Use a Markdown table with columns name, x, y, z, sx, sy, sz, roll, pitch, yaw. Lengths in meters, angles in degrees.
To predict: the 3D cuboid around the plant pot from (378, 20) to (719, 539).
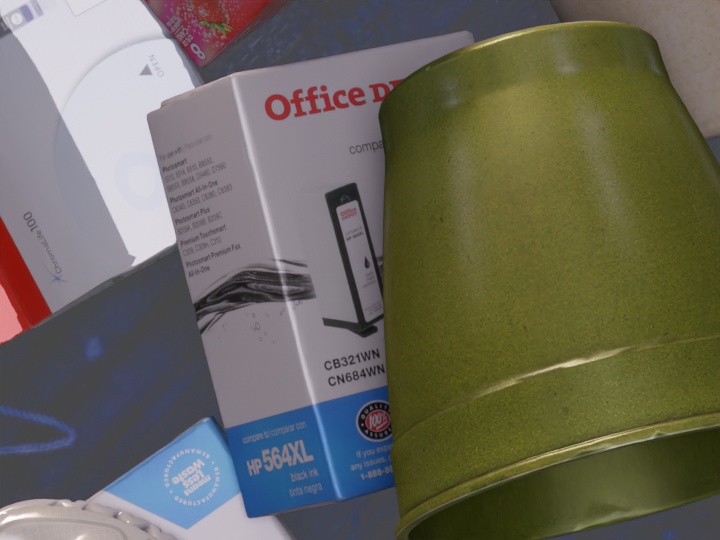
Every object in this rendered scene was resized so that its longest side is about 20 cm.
| name | x | y | z | sx | sy | sz | roll | pitch | yaw |
| --- | --- | --- | --- | --- | --- | --- | --- | --- | --- |
| plant pot | 0.090 | 0.003 | 1.222 | 0.199 | 0.200 | 0.194 | -13 | 75 | -3 |

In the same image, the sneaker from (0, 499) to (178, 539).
| name | x | y | z | sx | sy | sz | roll | pitch | yaw |
| --- | --- | --- | --- | --- | --- | --- | --- | --- | --- |
| sneaker | -0.087 | 0.163 | 1.265 | 0.199 | 0.081 | 0.076 | 26 | 89 | 2 |

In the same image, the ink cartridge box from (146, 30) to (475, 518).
| name | x | y | z | sx | sy | sz | roll | pitch | yaw |
| --- | --- | --- | --- | --- | --- | --- | --- | --- | --- |
| ink cartridge box | 0.000 | 0.000 | 1.314 | 0.145 | 0.084 | 0.201 | -13 | 88 | -34 |

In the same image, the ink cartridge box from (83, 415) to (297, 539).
| name | x | y | z | sx | sy | sz | roll | pitch | yaw |
| --- | --- | --- | --- | --- | --- | --- | --- | --- | --- |
| ink cartridge box | -0.062 | 0.184 | 1.338 | 0.116 | 0.068 | 0.201 | -35 | 89 | -3 |

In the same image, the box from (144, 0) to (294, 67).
| name | x | y | z | sx | sy | sz | roll | pitch | yaw |
| --- | --- | --- | --- | --- | --- | --- | --- | --- | --- |
| box | -0.034 | -0.187 | 1.280 | 0.100 | 0.200 | 0.096 | -40 | 91 | -32 |

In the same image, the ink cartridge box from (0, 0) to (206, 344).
| name | x | y | z | sx | sy | sz | roll | pitch | yaw |
| --- | --- | --- | --- | --- | --- | --- | --- | --- | --- |
| ink cartridge box | -0.170 | -0.057 | 1.357 | 0.199 | 0.047 | 0.161 | -29 | 88 | -5 |

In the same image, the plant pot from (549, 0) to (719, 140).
| name | x | y | z | sx | sy | sz | roll | pitch | yaw |
| --- | --- | --- | --- | --- | --- | --- | --- | --- | --- |
| plant pot | 0.157 | -0.164 | 1.316 | 0.199 | 0.200 | 0.185 | -22 | 99 | -3 |
